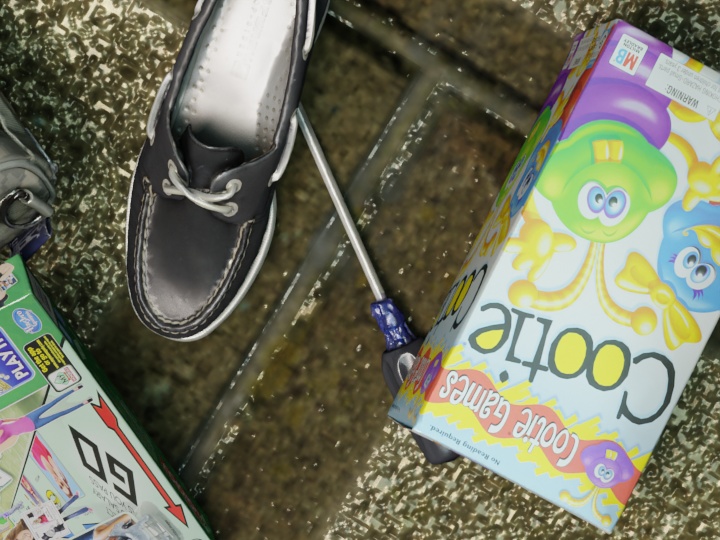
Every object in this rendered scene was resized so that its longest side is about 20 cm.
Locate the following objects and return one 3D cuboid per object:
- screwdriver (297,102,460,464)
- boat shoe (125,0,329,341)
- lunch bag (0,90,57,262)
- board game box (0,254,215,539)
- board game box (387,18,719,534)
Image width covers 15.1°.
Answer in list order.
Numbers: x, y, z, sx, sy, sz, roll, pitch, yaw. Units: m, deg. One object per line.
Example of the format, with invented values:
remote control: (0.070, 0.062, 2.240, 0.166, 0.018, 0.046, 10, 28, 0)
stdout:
screwdriver: (0.000, 0.000, 1.279, 0.029, 0.028, 0.201, -31, 96, -25)
boat shoe: (-0.063, -0.061, 1.248, 0.073, 0.060, 0.201, 23, 99, 2)
lunch bag: (-0.243, -0.066, 1.188, 0.167, 0.139, 0.201, -35, 75, 9)
board game box: (-0.165, 0.094, 1.233, 0.134, 0.029, 0.200, -28, 133, 3)
board game box: (0.106, 0.002, 1.226, 0.104, 0.103, 0.201, 27, 88, -5)
